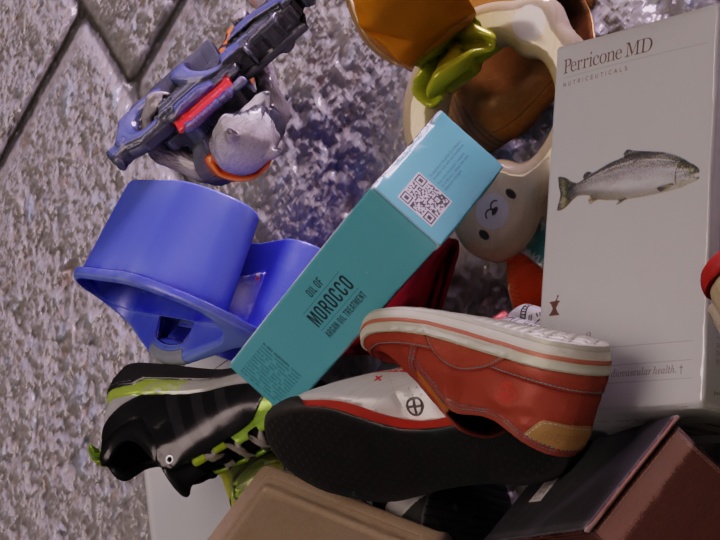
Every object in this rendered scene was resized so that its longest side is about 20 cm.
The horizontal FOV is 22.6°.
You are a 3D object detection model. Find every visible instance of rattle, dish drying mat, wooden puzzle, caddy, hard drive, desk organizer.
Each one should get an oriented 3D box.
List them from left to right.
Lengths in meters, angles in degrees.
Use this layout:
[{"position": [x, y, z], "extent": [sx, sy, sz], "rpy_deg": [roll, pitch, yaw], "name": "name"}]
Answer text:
[{"position": [-0.109, 0.015, 1.205], "extent": [0.199, 0.141, 0.106], "rpy_deg": [5, 68, 60], "name": "caddy"}, {"position": [-0.106, 0.161, 1.285], "extent": [0.132, 0.027, 0.202], "rpy_deg": [-34, 55, 39], "name": "hard drive"}, {"position": [-0.054, 0.208, 1.032], "extent": [0.199, 0.037, 0.185], "rpy_deg": [9, 55, 54], "name": "wooden puzzle"}, {"position": [0.006, 0.019, 1.156], "extent": [0.200, 0.018, 0.077], "rpy_deg": [-6, 64, 67], "name": "dish drying mat"}, {"position": [0.073, -0.063, 1.017], "extent": [0.129, 0.143, 0.202], "rpy_deg": [-5, 81, 11], "name": "rattle"}, {"position": [0.135, 0.136, 0.927], "extent": [0.072, 0.077, 0.200], "rpy_deg": [-48, 1, -14], "name": "desk organizer"}]

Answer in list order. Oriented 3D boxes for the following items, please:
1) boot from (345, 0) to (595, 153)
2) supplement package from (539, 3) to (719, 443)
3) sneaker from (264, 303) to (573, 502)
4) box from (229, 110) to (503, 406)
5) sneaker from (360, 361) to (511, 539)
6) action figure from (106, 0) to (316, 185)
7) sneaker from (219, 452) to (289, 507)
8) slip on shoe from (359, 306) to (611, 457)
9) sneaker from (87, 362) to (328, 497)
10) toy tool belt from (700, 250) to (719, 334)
[{"position": [0.073, -0.171, 1.146], "extent": [0.144, 0.070, 0.202], "rpy_deg": [-40, 56, 29], "name": "boot"}, {"position": [0.174, -0.017, 0.934], "extent": [0.116, 0.117, 0.202], "rpy_deg": [-10, 71, 50], "name": "supplement package"}, {"position": [0.049, 0.073, 1.031], "extent": [0.200, 0.108, 0.068], "rpy_deg": [-6, 118, 34], "name": "sneaker"}, {"position": [0.000, 0.000, 1.036], "extent": [0.082, 0.049, 0.200], "rpy_deg": [-49, 0, -42], "name": "box"}, {"position": [0.038, 0.135, 1.090], "extent": [0.088, 0.074, 0.201], "rpy_deg": [-36, 43, 39], "name": "sneaker"}, {"position": [-0.071, -0.127, 1.227], "extent": [0.199, 0.105, 0.194], "rpy_deg": [-37, 25, 13], "name": "action figure"}, {"position": [-0.046, 0.160, 1.163], "extent": [0.075, 0.076, 0.200], "rpy_deg": [-44, 50, 8], "name": "sneaker"}, {"position": [0.056, 0.053, 0.921], "extent": [0.200, 0.073, 0.062], "rpy_deg": [12, 95, 61], "name": "slip on shoe"}, {"position": [-0.090, 0.111, 1.162], "extent": [0.199, 0.072, 0.083], "rpy_deg": [-2, 59, 35], "name": "sneaker"}, {"position": [0.263, 0.015, 0.785], "extent": [0.125, 0.198, 0.124], "rpy_deg": [84, 163, -62], "name": "toy tool belt"}]
